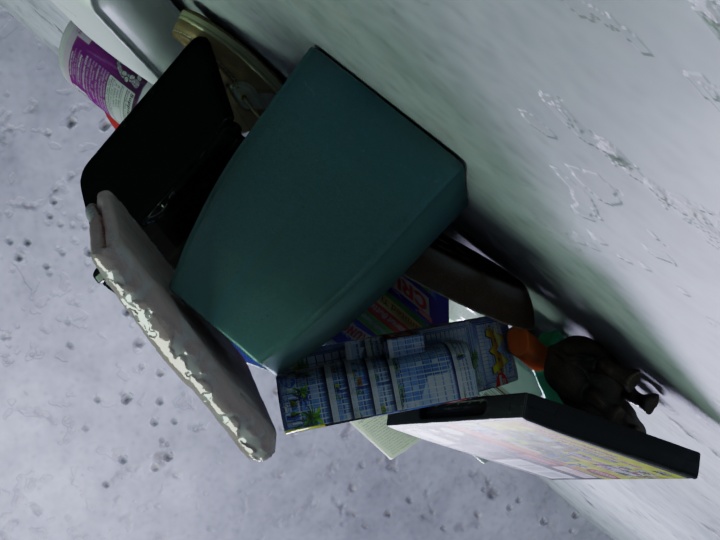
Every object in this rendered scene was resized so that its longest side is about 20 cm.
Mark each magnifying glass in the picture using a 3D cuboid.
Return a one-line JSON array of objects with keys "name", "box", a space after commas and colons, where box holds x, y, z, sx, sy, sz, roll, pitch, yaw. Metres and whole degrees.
[{"name": "magnifying glass", "box": [0.163, 0.083, 1.289, 0.200, 0.022, 0.080, 39, -136, -67]}]

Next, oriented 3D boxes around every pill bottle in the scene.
[{"name": "pill bottle", "box": [-0.203, -0.187, 1.449, 0.200, 0.112, 0.112, 37, 175, 29]}]

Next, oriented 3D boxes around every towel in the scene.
[{"name": "towel", "box": [-0.141, 0.038, 1.103, 0.200, 0.032, 0.191, 53, 179, -20]}]

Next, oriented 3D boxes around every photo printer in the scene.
[{"name": "photo printer", "box": [-0.239, -0.258, 1.313, 0.166, 0.069, 0.200, 37, 175, 29]}]

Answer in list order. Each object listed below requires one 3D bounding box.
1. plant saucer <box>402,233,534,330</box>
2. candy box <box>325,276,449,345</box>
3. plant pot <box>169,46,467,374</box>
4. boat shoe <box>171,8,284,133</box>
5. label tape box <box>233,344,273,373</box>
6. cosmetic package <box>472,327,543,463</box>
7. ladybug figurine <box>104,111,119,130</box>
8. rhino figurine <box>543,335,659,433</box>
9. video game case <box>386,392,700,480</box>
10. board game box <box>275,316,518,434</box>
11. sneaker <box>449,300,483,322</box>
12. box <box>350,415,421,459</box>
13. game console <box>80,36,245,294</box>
[{"name": "plant saucer", "box": [0.065, -0.010, 1.224, 0.200, 0.032, 0.200, 28, -172, -4]}, {"name": "candy box", "box": [0.000, 0.000, 1.332, 0.169, 0.077, 0.200, 41, -154, -18]}, {"name": "plant pot", "box": [-0.039, -0.030, 1.072, 0.141, 0.200, 0.141, 40, 176, 10]}, {"name": "boat shoe", "box": [-0.096, -0.144, 1.269, 0.200, 0.066, 0.074, 43, 176, -20]}, {"name": "label tape box", "box": [-0.135, -0.001, 1.368, 0.143, 0.200, 0.066, 20, 148, -24]}, {"name": "cosmetic package", "box": [0.139, 0.119, 1.441, 0.074, 0.102, 0.200, 39, -171, 6]}, {"name": "ladybug figurine", "box": [-0.205, -0.164, 1.569, 0.200, 0.072, 0.136, 34, -142, 22]}, {"name": "rhino figurine", "box": [0.215, 0.111, 1.274, 0.087, 0.060, 0.200, 33, 174, 28]}, {"name": "video game case", "box": [0.154, 0.144, 1.227, 0.200, 0.026, 0.181, 21, 162, -31]}, {"name": "board game box", "box": [0.033, 0.080, 1.169, 0.200, 0.200, 0.062, 126, 132, -86]}, {"name": "sneaker", "box": [0.087, 0.069, 1.460, 0.079, 0.130, 0.199, 38, 176, 0]}, {"name": "box", "box": [-0.005, 0.102, 1.531, 0.200, 0.082, 0.068, 45, -148, -13]}, {"name": "game console", "box": [-0.137, -0.063, 1.239, 0.176, 0.200, 0.116, 38, -147, -15]}]
